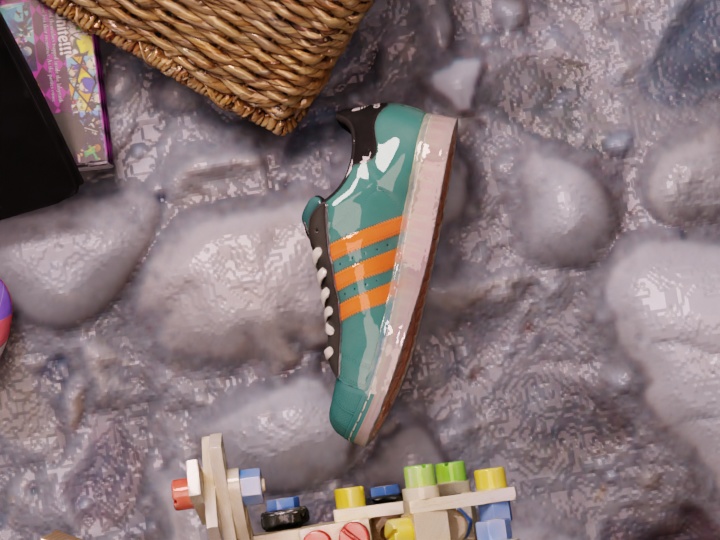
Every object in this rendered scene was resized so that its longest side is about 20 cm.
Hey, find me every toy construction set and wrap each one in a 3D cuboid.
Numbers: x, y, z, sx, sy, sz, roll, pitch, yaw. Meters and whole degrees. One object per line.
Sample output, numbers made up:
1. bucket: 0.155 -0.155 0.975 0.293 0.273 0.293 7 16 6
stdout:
1. toy construction set: -0.009 0.148 1.383 0.199 0.131 0.093 7 87 2

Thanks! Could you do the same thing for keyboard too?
1. keyboard: -0.242 -0.090 1.367 0.126 0.200 0.021 -16 52 3

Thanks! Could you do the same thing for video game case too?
1. video game case: -0.248 -0.149 1.454 0.180 0.036 0.201 -8 87 1

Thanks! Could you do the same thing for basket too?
1. basket: -0.080 -0.207 1.424 0.199 0.149 0.143 28 47 -7

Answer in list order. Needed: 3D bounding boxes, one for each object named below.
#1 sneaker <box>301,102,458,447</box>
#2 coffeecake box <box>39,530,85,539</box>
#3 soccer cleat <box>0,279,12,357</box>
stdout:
1. sneaker: 0.000 0.000 1.426 0.079 0.071 0.201 12 82 7
2. coffeecake box: -0.140 0.271 1.410 0.153 0.073 0.201 17 88 2
3. soccer cleat: -0.281 0.079 1.422 0.200 0.076 0.067 -45 87 -1
